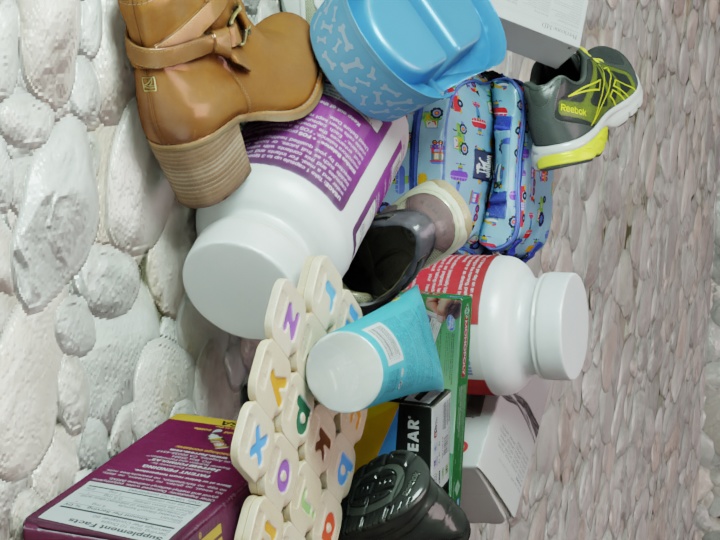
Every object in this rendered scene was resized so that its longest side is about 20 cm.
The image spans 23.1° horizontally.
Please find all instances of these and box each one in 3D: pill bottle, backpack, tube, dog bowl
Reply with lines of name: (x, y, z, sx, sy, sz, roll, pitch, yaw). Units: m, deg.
pill bottle: (-0.046, -0.048, 1.201, 0.200, 0.112, 0.113, -62, 150, -46)
backpack: (0.075, -0.090, 1.486, 0.200, 0.134, 0.184, 12, 83, -67)
tube: (0.021, 0.055, 1.167, 0.200, 0.050, 0.078, -12, 93, -71)
pill bottle: (0.077, 0.043, 1.416, 0.112, 0.199, 0.113, 0, 90, -67)
dog bowl: (0.032, -0.167, 1.238, 0.112, 0.049, 0.200, 54, 33, -1)

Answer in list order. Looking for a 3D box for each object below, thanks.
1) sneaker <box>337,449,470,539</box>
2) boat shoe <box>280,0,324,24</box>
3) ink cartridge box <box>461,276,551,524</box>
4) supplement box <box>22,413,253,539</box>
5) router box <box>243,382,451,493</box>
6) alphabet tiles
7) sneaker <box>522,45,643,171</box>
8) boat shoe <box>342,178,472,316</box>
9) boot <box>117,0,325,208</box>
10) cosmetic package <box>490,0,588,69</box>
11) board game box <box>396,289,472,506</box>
sneaker: (-0.010, 0.195, 1.232, 0.091, 0.199, 0.076, 42, 46, -29)
boat shoe: (-0.014, -0.167, 1.322, 0.075, 0.064, 0.203, -57, 145, -51)
ink cartridge box: (0.076, 0.108, 1.504, 0.083, 0.146, 0.201, 57, 40, -42)
supplement box: (-0.113, 0.183, 1.091, 0.200, 0.103, 0.132, -36, 129, -63)
router box: (-0.010, 0.181, 1.299, 0.051, 0.148, 0.201, -31, 123, -65)
alphabet tiles: (-0.038, 0.097, 1.104, 0.196, 0.015, 0.201, 58, 41, -59)
sneaker: (0.189, -0.158, 1.486, 0.200, 0.074, 0.085, -57, 135, -56)
boat shoe: (0.000, 0.000, 1.285, 0.065, 0.200, 0.072, -24, 83, -45)
boot: (-0.091, -0.157, 1.131, 0.200, 0.076, 0.156, -54, 140, -42)
cosmetic package: (0.082, -0.235, 1.392, 0.051, 0.199, 0.083, 137, -30, -64)
board game box: (0.015, 0.114, 1.370, 0.029, 0.134, 0.201, -12, 107, -68)
